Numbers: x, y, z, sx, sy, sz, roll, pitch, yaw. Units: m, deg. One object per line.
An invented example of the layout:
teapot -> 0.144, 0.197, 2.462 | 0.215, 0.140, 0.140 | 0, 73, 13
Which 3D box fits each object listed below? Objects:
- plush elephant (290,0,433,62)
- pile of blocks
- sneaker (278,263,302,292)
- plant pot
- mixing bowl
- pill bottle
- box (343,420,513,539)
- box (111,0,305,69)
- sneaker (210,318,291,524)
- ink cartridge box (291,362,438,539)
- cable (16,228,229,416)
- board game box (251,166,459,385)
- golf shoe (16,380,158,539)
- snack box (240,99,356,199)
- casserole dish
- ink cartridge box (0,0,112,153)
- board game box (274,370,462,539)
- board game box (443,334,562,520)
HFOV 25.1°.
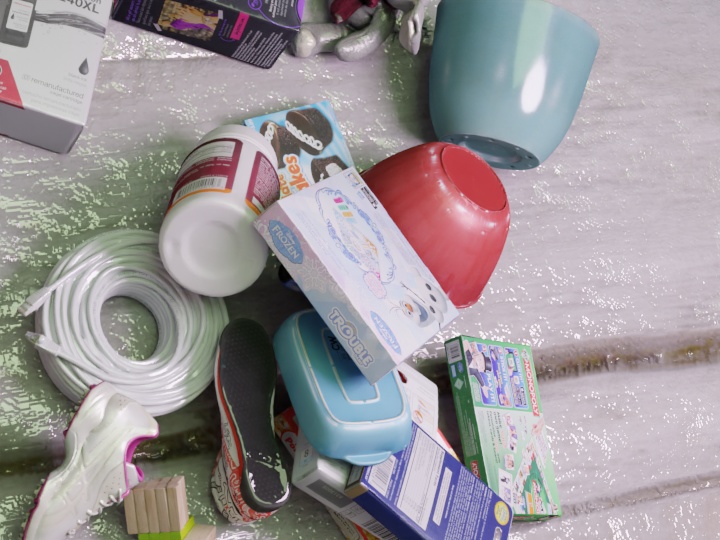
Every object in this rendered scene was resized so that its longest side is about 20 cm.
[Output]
plush elephant -> 0.023, -0.332, 1.893 | 0.198, 0.155, 0.167 | 14, 66, -20
pile of blocks -> -0.171, 0.293, 1.631 | 0.201, 0.082, 0.062 | 60, 16, -5
sneaker -> -0.012, 0.032, 1.765 | 0.199, 0.090, 0.079 | 17, 28, -39
plant pot -> 0.168, -0.214, 1.904 | 0.199, 0.200, 0.163 | 18, 78, -18
mixing bowl -> 0.095, -0.070, 1.812 | 0.199, 0.108, 0.201 | 28, 36, -23
pill bottle -> -0.143, -0.069, 1.695 | 0.113, 0.115, 0.201 | 30, 27, -12
box -> 0.073, 0.236, 1.655 | 0.200, 0.032, 0.122 | 42, 40, -19
box -> -0.167, -0.328, 1.830 | 0.198, 0.106, 0.124 | 17, 65, -19
sneaker -> -0.125, 0.160, 1.666 | 0.066, 0.108, 0.204 | -2, 69, -25
ink cartridge box -> 0.008, 0.170, 1.694 | 0.159, 0.047, 0.201 | 35, 40, -28
cable -> -0.238, 0.058, 1.673 | 0.200, 0.069, 0.200 | 43, 58, -6
board game box -> 0.000, 0.000, 1.657 | 0.201, 0.043, 0.199 | 54, 24, 3
golf shoe -> -0.266, 0.212, 1.567 | 0.091, 0.075, 0.202 | 25, 87, -2
snack box -> -0.054, -0.086, 1.833 | 0.115, 0.037, 0.202 | -16, 79, -29
casserole dish -> -0.015, 0.106, 1.634 | 0.120, 0.039, 0.201 | -3, 48, -23
ink cartridge box -> -0.352, -0.247, 1.724 | 0.144, 0.083, 0.202 | 16, 65, -19
board game box -> 0.017, 0.203, 1.751 | 0.151, 0.046, 0.201 | -34, 88, -32
board game box -> 0.161, 0.178, 1.812 | 0.134, 0.029, 0.202 | 12, 63, -49
